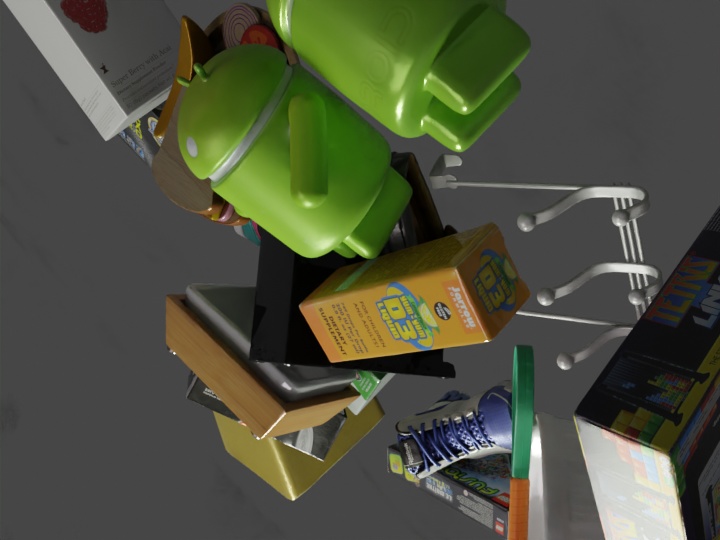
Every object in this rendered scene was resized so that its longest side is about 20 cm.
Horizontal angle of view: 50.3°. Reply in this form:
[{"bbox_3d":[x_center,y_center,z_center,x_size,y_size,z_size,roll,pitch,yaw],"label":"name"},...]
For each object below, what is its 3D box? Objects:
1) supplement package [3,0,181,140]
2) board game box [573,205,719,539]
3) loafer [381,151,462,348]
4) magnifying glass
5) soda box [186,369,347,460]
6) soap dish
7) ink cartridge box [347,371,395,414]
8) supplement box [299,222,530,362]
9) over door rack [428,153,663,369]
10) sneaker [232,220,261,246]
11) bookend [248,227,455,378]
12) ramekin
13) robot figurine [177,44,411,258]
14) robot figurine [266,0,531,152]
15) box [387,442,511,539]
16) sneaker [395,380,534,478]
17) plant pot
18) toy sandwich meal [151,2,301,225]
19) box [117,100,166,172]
[{"bbox_3d":[-0.294,-0.276,0.872,0.202,0.121,0.119,55,154,-14],"label":"supplement package"},{"bbox_3d":[0.208,0.076,0.446,0.056,0.200,0.168,17,141,43],"label":"board game box"},{"bbox_3d":[0.061,-0.016,0.713,0.071,0.073,0.202,-21,112,37],"label":"loafer"},{"bbox_3d":[0.152,0.174,0.730,0.022,0.206,0.080,1,176,8],"label":"magnifying glass"},{"bbox_3d":[-0.117,0.161,0.969,0.197,0.072,0.063,28,-170,-16],"label":"soda box"},{"bbox_3d":[-0.113,0.100,0.866,0.199,0.082,0.156,39,-164,24],"label":"soap dish"},{"bbox_3d":[-0.035,0.065,0.966,0.200,0.083,0.147,45,155,9],"label":"ink cartridge box"},{"bbox_3d":[0.037,0.024,0.627,0.198,0.069,0.067,-17,107,48],"label":"supplement box"},{"bbox_3d":[0.139,-0.003,0.606,0.198,0.066,0.150,19,141,47],"label":"over door rack"},{"bbox_3d":[-0.086,-0.092,0.835,0.119,0.084,0.203,29,142,22],"label":"sneaker"},{"bbox_3d":[0.000,0.000,0.780,0.091,0.195,0.206,-6,78,59],"label":"bookend"},{"bbox_3d":[0.201,0.233,0.683,0.095,0.204,0.203,1,140,9],"label":"ramekin"},{"bbox_3d":[-0.056,-0.092,0.604,0.199,0.117,0.175,37,169,-21],"label":"robot figurine"},{"bbox_3d":[0.017,-0.171,0.513,0.199,0.116,0.176,41,166,18],"label":"robot figurine"},{"bbox_3d":[0.134,0.240,0.901,0.198,0.108,0.036,15,110,50],"label":"box"},{"bbox_3d":[0.106,0.186,0.849,0.082,0.113,0.199,65,154,2],"label":"sneaker"},{"bbox_3d":[-0.112,0.162,1.121,0.192,0.194,0.204,18,135,47],"label":"plant pot"},{"bbox_3d":[-0.134,-0.152,0.734,0.202,0.069,0.211,3,95,41],"label":"toy sandwich meal"},{"bbox_3d":[-0.292,-0.209,1.052,0.200,0.044,0.161,45,155,9],"label":"box"}]
